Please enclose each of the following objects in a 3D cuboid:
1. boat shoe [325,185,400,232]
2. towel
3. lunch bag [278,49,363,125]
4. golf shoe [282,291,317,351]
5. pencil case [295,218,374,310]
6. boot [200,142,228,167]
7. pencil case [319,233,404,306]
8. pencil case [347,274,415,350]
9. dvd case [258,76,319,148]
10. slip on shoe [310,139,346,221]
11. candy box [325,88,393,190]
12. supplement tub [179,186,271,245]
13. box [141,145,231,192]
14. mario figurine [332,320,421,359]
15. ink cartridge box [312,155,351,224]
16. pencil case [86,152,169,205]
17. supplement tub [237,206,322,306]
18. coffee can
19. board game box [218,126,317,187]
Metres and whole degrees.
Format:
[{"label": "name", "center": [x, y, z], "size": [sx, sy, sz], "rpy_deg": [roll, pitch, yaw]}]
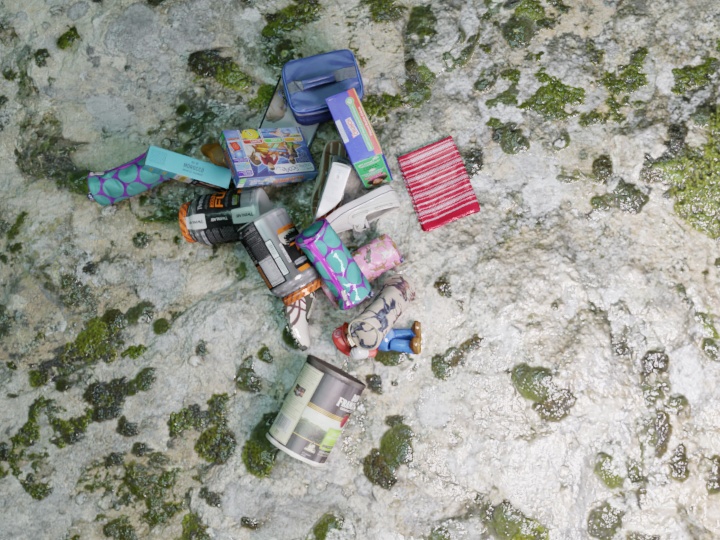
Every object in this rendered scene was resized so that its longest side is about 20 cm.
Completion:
[{"label": "boat shoe", "center": [-0.001, -0.124, 1.746], "size": [0.200, 0.072, 0.066], "rpy_deg": [-27, 73, -2]}, {"label": "towel", "center": [0.181, -0.201, 1.746], "size": [0.144, 0.022, 0.200], "rpy_deg": [-21, 77, 6]}, {"label": "lunch bag", "center": [-0.095, -0.434, 1.766], "size": [0.200, 0.132, 0.136], "rpy_deg": [-15, 83, -2]}, {"label": "golf shoe", "center": [-0.138, 0.084, 1.732], "size": [0.088, 0.077, 0.200], "rpy_deg": [-15, 78, 1]}, {"label": "pencil case", "center": [-0.056, -0.010, 1.604], "size": [0.085, 0.092, 0.200], "rpy_deg": [-23, 116, 23]}, {"label": "boot", "center": [-0.275, -0.273, 1.817], "size": [0.144, 0.201, 0.071], "rpy_deg": [33, 112, 53]}, {"label": "pencil case", "center": [0.000, 0.000, 1.713], "size": [0.200, 0.083, 0.087], "rpy_deg": [-32, 85, 4]}, {"label": "pencil case", "center": [0.046, 0.091, 1.629], "size": [0.078, 0.200, 0.089], "rpy_deg": [47, 134, -5]}, {"label": "dvd case", "center": [-0.172, -0.369, 1.847], "size": [0.142, 0.018, 0.200], "rpy_deg": [20, 85, 13]}, {"label": "slip on shoe", "center": [-0.074, -0.212, 1.782], "size": [0.076, 0.061, 0.201], "rpy_deg": [7, 100, -3]}, {"label": "candy box", "center": [0.001, -0.295, 1.705], "size": [0.077, 0.200, 0.169], "rpy_deg": [-23, 77, 6]}, {"label": "supplement tub", "center": [-0.319, -0.126, 1.779], "size": [0.199, 0.123, 0.123], "rpy_deg": [-8, 79, 9]}, {"label": "box", "center": [-0.415, -0.240, 1.791], "size": [0.200, 0.082, 0.049], "rpy_deg": [16, 83, -21]}, {"label": "mario figurine", "center": [0.035, 0.141, 1.666], "size": [0.199, 0.123, 0.106], "rpy_deg": [-2, 92, 7]}, {"label": "ink cartridge box", "center": [-0.070, -0.152, 1.680], "size": [0.047, 0.160, 0.200], "rpy_deg": [16, 103, -5]}, {"label": "pencil case", "center": [-0.577, -0.232, 1.859], "size": [0.200, 0.093, 0.085], "rpy_deg": [-21, 40, 5]}, {"label": "supplement tub", "center": [-0.175, -0.030, 1.661], "size": [0.122, 0.123, 0.200], "rpy_deg": [-30, 94, 5]}, {"label": "coffee can", "center": [-0.098, 0.307, 1.646], "size": [0.146, 0.146, 0.200], "rpy_deg": [28, 87, 15]}, {"label": "board game box", "center": [-0.212, -0.265, 1.733], "size": [0.200, 0.034, 0.136], "rpy_deg": [-9, 67, -31]}]
